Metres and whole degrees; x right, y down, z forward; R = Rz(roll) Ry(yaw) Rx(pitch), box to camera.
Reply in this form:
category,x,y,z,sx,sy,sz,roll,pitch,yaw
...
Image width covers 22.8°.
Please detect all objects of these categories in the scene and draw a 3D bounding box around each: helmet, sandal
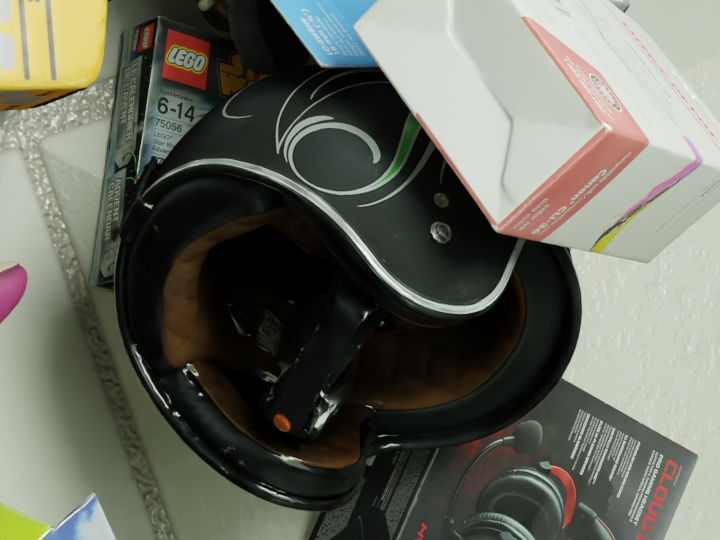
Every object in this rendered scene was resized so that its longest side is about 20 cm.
category,x,y,z,sx,sy,sz,roll,pitch,yaw
helmet,0.000,0.000,0.831,0.190,0.199,0.202,-28,101,-55
sandal,-0.009,-0.171,0.955,0.201,0.042,0.076,-64,142,-41

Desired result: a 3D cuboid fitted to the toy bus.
category,x,y,z,sx,sy,sz,roll,pitch,yaw
toy bus,-0.155,-0.173,0.769,0.078,0.065,0.202,-5,88,-33

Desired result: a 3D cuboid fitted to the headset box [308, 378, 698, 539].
category,x,y,z,sx,sy,sz,roll,pitch,yaw
headset box,0.086,0.133,0.978,0.199,0.075,0.150,30,81,-34

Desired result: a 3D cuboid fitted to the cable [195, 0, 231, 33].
category,x,y,z,sx,sy,sz,roll,pitch,yaw
cable,-0.046,-0.201,0.951,0.200,0.050,0.097,-47,110,-37

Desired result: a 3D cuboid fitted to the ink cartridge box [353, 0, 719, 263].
category,x,y,z,sx,sy,sz,roll,pitch,yaw
ink cartridge box,0.097,-0.070,0.793,0.199,0.067,0.117,9,43,-58

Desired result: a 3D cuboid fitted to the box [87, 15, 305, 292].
category,x,y,z,sx,sy,sz,roll,pitch,yaw
box,-0.041,-0.039,0.948,0.199,0.040,0.138,14,75,-35

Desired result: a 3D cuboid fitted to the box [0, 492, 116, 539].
category,x,y,z,sx,sy,sz,roll,pitch,yaw
box,-0.178,0.198,0.780,0.200,0.047,0.123,-45,134,-33

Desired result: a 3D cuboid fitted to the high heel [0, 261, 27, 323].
category,x,y,z,sx,sy,sz,roll,pitch,yaw
high heel,-0.203,0.078,0.714,0.199,0.067,0.097,-33,105,-20

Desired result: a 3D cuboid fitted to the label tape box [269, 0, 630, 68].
category,x,y,z,sx,sy,sz,roll,pitch,yaw
label tape box,0.023,-0.162,0.850,0.199,0.063,0.145,-3,50,-53

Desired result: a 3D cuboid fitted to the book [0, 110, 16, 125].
category,x,y,z,sx,sy,sz,roll,pitch,yaw
book,-0.212,-0.104,0.774,0.200,0.048,0.134,-53,131,-48
